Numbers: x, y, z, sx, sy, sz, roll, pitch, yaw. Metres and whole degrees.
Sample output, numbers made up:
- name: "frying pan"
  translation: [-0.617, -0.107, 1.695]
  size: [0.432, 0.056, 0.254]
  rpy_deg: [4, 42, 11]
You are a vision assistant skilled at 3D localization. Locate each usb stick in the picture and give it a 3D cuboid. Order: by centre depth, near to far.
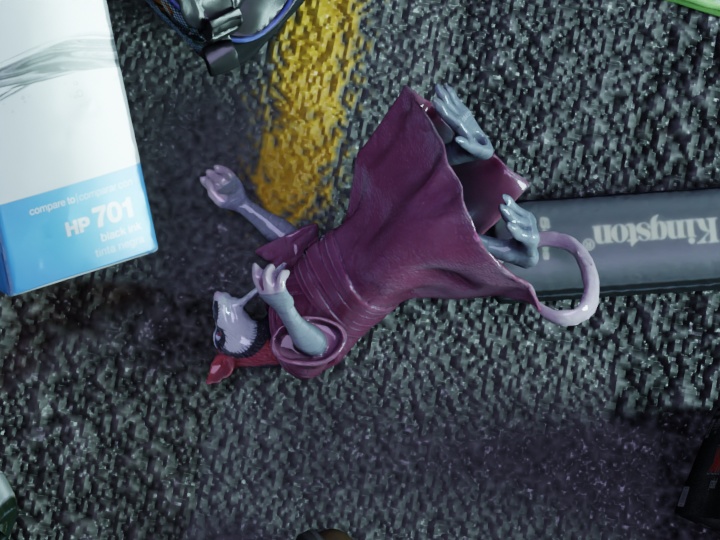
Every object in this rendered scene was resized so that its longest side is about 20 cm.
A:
- name: "usb stick"
  translation: [0.161, -0.015, 1.263]
  size: [0.199, 0.033, 0.056]
  rpy_deg: [-4, 86, -1]

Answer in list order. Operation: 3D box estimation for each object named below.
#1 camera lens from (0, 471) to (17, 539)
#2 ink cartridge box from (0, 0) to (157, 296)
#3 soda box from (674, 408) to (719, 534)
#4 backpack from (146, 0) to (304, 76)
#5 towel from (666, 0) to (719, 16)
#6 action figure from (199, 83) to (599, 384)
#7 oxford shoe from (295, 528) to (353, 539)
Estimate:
- name: "camera lens"
  translation: [-0.282, 0.129, 1.182]
  size: [0.199, 0.160, 0.160]
  rpy_deg: [31, 86, 2]
- name: "ink cartridge box"
  translation: [-0.180, -0.103, 1.173]
  size: [0.086, 0.146, 0.201]
  rpy_deg: [-16, 107, -24]
- name: "soda box"
  translation: [0.208, 0.106, 1.169]
  size: [0.070, 0.200, 0.064]
  rpy_deg: [24, 86, 1]
- name: "backpack"
  translation: [-0.079, -0.222, 1.220]
  size: [0.190, 0.154, 0.200]
  rpy_deg: [43, 78, -4]
- name: "towel"
  translation: [0.172, -0.245, 1.284]
  size: [0.148, 0.031, 0.201]
  rpy_deg: [15, 85, 1]
- name: "action figure"
  translation: [0.000, 0.000, 1.234]
  size: [0.149, 0.134, 0.200]
  rpy_deg: [35, 118, -29]
- name: "oxford shoe"
  translation: [0.039, 0.207, 1.233]
  size: [0.084, 0.073, 0.200]
  rpy_deg: [-36, 89, -19]
